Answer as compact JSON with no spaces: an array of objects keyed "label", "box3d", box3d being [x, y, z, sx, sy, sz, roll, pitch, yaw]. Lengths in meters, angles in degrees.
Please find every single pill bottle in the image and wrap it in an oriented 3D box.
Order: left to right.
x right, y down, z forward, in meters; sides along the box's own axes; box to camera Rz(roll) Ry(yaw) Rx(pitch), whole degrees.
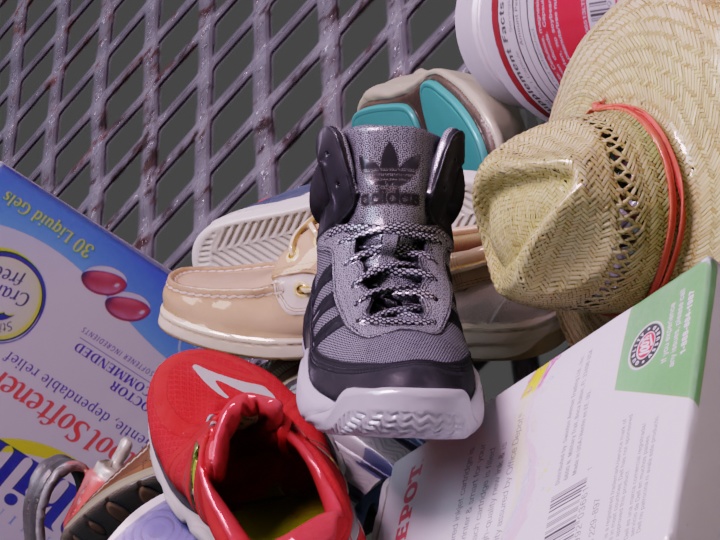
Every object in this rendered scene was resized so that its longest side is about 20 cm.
[{"label":"pill bottle","box3d":[0.126,-0.121,1.365,0.113,0.112,0.200,-62,23,-13]}]

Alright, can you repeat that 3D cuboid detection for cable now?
[{"label":"cable","box3d":[-0.155,0.179,1.560,0.050,0.097,0.201,18,79,57]}]

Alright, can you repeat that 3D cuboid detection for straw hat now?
[{"label":"straw hat","box3d":[0.093,-0.023,1.227,0.201,0.085,0.203,10,102,61]}]

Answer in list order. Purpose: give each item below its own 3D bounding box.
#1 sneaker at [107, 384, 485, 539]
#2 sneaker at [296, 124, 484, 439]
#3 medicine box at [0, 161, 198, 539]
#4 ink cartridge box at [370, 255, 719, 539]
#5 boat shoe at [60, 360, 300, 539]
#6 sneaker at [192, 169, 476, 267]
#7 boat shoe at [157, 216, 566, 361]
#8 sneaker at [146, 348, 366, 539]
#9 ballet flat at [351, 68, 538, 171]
[{"label":"sneaker","box3d":[-0.021,0.131,1.310,0.199,0.116,0.080,-33,49,-26]},{"label":"sneaker","box3d":[0.010,-0.001,1.230,0.200,0.075,0.115,-114,26,-77]},{"label":"medicine box","box3d":[-0.196,0.066,1.673,0.201,0.182,0.103,-60,23,-8]},{"label":"ink cartridge box","box3d":[0.090,0.110,1.167,0.200,0.087,0.146,-34,30,40]},{"label":"boat shoe","box3d":[-0.058,0.093,1.442,0.199,0.076,0.074,-30,26,27]},{"label":"sneaker","box3d":[0.018,-0.019,1.462,0.199,0.076,0.084,-2,13,26]},{"label":"boat shoe","box3d":[0.000,0.000,1.383,0.199,0.070,0.074,0,18,14]},{"label":"sneaker","box3d":[-0.040,0.078,1.213,0.077,0.085,0.200,-24,36,-11]},{"label":"ballet flat","box3d":[0.054,-0.077,1.522,0.070,0.069,0.200,-58,21,-5]}]
